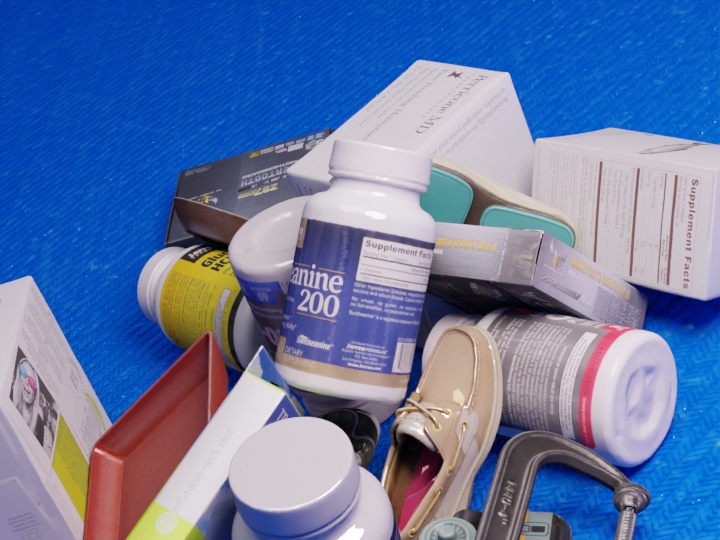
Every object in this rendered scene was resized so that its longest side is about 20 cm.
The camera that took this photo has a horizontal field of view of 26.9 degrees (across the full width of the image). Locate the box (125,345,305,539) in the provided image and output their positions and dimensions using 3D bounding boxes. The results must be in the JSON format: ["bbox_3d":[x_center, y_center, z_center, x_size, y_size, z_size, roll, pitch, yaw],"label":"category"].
[{"bbox_3d":[-0.098,0.170,1.136,0.048,0.122,0.200,25,69,28],"label":"box"}]

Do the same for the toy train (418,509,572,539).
[{"bbox_3d":[0.093,0.253,1.087,0.113,0.085,0.200,-2,37,15],"label":"toy train"}]

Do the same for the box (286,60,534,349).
[{"bbox_3d":[0.067,-0.064,1.446,0.130,0.200,0.199,17,50,46],"label":"box"}]

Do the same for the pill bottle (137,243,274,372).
[{"bbox_3d":[-0.133,0.036,1.509,0.200,0.113,0.112,16,49,45],"label":"pill bottle"}]

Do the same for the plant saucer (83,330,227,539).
[{"bbox_3d":[-0.172,0.183,1.295,0.200,0.037,0.200,-44,33,33],"label":"plant saucer"}]

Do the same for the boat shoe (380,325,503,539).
[{"bbox_3d":[0.058,0.135,1.197,0.074,0.069,0.201,4,76,43],"label":"boat shoe"}]

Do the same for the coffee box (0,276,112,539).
[{"bbox_3d":[-0.364,0.161,1.391,0.199,0.200,0.198,-17,32,9],"label":"coffee box"}]

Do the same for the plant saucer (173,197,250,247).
[{"bbox_3d":[-0.102,-0.028,1.547,0.200,0.200,0.032,16,87,45],"label":"plant saucer"}]

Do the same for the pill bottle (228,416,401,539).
[{"bbox_3d":[-0.028,0.208,1.098,0.119,0.201,0.120,-9,38,7],"label":"pill bottle"}]

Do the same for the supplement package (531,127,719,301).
[{"bbox_3d":[0.265,-0.055,1.354,0.117,0.118,0.200,-11,19,-42],"label":"supplement package"}]

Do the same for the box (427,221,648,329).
[{"bbox_3d":[0.135,0.010,1.308,0.158,0.200,0.049,6,77,39],"label":"box"}]

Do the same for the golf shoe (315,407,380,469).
[{"bbox_3d":[-0.070,0.179,1.318,0.199,0.077,0.088,-23,0,15],"label":"golf shoe"}]

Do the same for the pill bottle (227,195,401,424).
[{"bbox_3d":[-0.033,0.044,1.353,0.113,0.200,0.114,-16,32,10],"label":"pill bottle"}]

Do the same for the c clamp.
[{"bbox_3d":[0.164,0.204,1.089,0.170,0.027,0.200,18,42,-2],"label":"c clamp"}]

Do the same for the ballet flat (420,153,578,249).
[{"bbox_3d":[0.098,-0.059,1.329,0.069,0.199,0.070,-157,90,-78],"label":"ballet flat"}]

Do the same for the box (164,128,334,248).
[{"bbox_3d":[-0.118,-0.081,1.729,0.199,0.051,0.158,-15,34,12],"label":"box"}]

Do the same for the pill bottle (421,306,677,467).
[{"bbox_3d":[0.152,0.090,1.253,0.200,0.111,0.111,10,45,41],"label":"pill bottle"}]

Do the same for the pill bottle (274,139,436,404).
[{"bbox_3d":[0.000,0.000,1.216,0.111,0.201,0.111,11,1,0],"label":"pill bottle"}]
